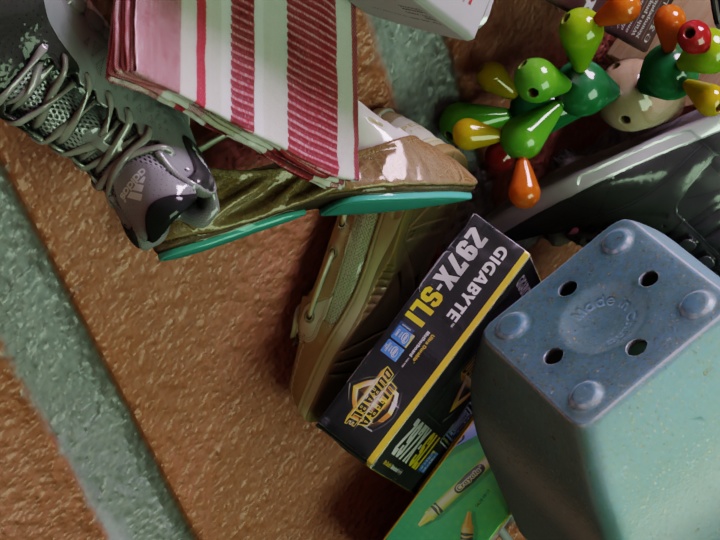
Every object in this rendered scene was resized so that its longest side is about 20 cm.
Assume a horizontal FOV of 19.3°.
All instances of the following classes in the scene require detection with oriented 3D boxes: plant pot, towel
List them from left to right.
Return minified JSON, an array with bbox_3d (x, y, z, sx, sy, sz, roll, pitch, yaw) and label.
[{"bbox_3d":[-0.062,-0.134,1.084,0.200,0.023,0.144,25,60,-54],"label":"towel"},{"bbox_3d":[0.179,0.087,1.272,0.196,0.196,0.200,-38,129,-6],"label":"plant pot"}]

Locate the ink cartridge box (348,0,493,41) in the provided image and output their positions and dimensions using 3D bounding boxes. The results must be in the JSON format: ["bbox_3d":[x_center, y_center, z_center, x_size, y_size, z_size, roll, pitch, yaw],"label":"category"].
[{"bbox_3d":[0.005,-0.224,1.077,0.200,0.084,0.145,28,83,-53],"label":"ink cartridge box"}]

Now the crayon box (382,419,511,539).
[{"bbox_3d":[0.088,0.140,1.451,0.200,0.058,0.119,-52,172,-5],"label":"crayon box"}]

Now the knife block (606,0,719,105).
[{"bbox_3d":[0.262,-0.217,1.399,0.200,0.064,0.176,-21,131,-37],"label":"knife block"}]

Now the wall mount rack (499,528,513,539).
[{"bbox_3d":[0.187,0.141,1.546,0.174,0.075,0.200,-36,-176,-22],"label":"wall mount rack"}]

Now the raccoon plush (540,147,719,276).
[{"bbox_3d":[0.201,-0.054,1.482,0.200,0.134,0.097,-42,139,-75],"label":"raccoon plush"}]

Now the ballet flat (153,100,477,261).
[{"bbox_3d":[-0.031,-0.058,1.176,0.200,0.068,0.073,-12,88,-18],"label":"ballet flat"}]

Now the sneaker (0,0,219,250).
[{"bbox_3d":[-0.128,-0.072,1.026,0.075,0.116,0.200,-43,146,14],"label":"sneaker"}]

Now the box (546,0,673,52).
[{"bbox_3d":[0.121,-0.209,1.251,0.200,0.075,0.100,16,105,-51],"label":"box"}]

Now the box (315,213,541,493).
[{"bbox_3d":[0.052,0.058,1.339,0.160,0.049,0.200,-51,166,-3],"label":"box"}]

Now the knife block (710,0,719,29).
[{"bbox_3d":[0.236,-0.254,1.282,0.064,0.200,0.176,-12,146,-54],"label":"knife block"}]

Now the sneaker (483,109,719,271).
[{"bbox_3d":[0.180,-0.032,1.358,0.200,0.071,0.099,-22,98,3],"label":"sneaker"}]

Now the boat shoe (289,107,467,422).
[{"bbox_3d":[-0.001,0.000,1.295,0.073,0.063,0.201,-16,135,-50],"label":"boat shoe"}]

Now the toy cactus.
[{"bbox_3d":[0.151,-0.102,1.283,0.200,0.102,0.165,-27,164,33],"label":"toy cactus"}]
